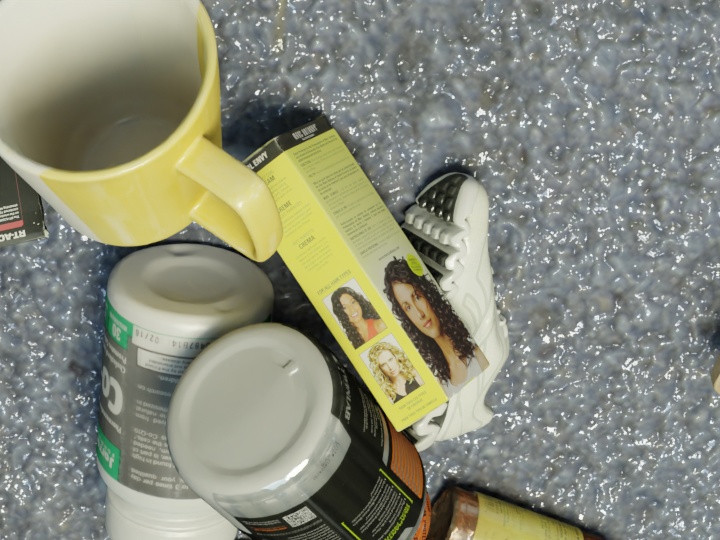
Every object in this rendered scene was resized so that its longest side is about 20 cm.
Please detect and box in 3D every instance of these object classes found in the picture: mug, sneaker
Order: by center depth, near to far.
[{"bbox_3d":[-0.144,-0.074,1.198,0.149,0.187,0.153,-20,155,-3],"label":"mug"},{"bbox_3d":[0.065,0.027,1.343,0.081,0.075,0.201,-4,116,-27],"label":"sneaker"}]

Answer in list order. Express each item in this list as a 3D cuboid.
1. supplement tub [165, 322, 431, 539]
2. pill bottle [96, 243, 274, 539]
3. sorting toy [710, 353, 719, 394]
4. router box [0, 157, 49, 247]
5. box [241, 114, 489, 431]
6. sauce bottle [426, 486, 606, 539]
[{"bbox_3d":[-0.032,0.128,1.270,0.122,0.123,0.200,-25,144,10],"label":"supplement tub"},{"bbox_3d":[-0.122,0.093,1.337,0.112,0.113,0.201,5,117,-5],"label":"pill bottle"},{"bbox_3d":[0.366,0.017,1.344,0.198,0.070,0.201,20,116,-12],"label":"sorting toy"},{"bbox_3d":[-0.307,-0.077,1.236,0.199,0.062,0.151,-13,119,-16],"label":"router box"},{"bbox_3d":[0.000,0.000,1.268,0.050,0.075,0.201,-35,89,31],"label":"box"},{"bbox_3d":[0.145,0.217,1.443,0.199,0.066,0.066,20,116,-13],"label":"sauce bottle"}]
